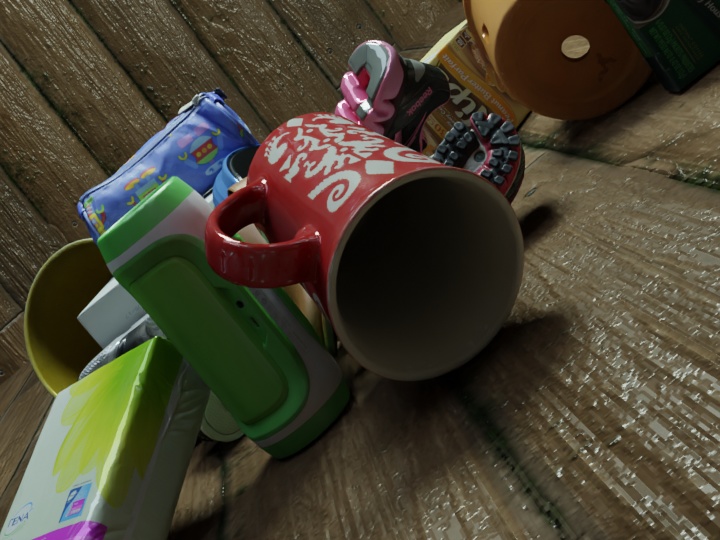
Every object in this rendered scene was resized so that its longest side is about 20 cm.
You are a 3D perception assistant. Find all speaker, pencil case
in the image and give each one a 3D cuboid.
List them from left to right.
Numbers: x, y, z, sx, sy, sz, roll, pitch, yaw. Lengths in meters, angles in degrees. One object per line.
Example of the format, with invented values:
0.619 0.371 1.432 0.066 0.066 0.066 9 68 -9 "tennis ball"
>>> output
-0.197 -0.098 1.231 0.200 0.087 0.078 -41 32 -4 "pencil case"
-0.095 0.034 0.863 0.088 0.201 0.089 -37 11 9 "speaker"

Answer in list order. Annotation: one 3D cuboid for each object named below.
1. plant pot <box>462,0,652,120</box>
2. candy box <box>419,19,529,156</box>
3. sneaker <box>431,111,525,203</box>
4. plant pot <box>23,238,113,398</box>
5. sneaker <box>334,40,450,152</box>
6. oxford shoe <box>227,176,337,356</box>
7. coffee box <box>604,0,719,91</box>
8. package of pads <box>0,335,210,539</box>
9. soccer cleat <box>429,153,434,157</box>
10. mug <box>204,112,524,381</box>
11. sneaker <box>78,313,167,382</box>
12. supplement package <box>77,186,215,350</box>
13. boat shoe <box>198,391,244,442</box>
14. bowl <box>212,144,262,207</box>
0.182 -0.226 1.052 0.199 0.200 0.141 -33 28 28 "plant pot"
0.098 -0.165 1.234 0.055 0.116 0.200 -30 15 41 "candy box"
0.062 -0.021 0.931 0.201 0.080 0.075 -50 -25 -1 "sneaker"
-0.281 0.065 1.461 0.199 0.202 0.142 -35 -13 17 "plant pot"
0.011 -0.096 1.024 0.094 0.079 0.201 2 -47 -35 "sneaker"
-0.062 -0.003 0.967 0.070 0.072 0.201 -14 45 -10 "oxford shoe"
0.285 -0.248 0.936 0.199 0.124 0.044 -37 10 4 "coffee box"
-0.192 0.163 0.878 0.154 0.068 0.202 -27 38 43 "package of pads"
0.049 -0.056 1.005 0.068 0.086 0.200 26 56 29 "soccer cleat"
-0.012 -0.039 0.800 0.134 0.176 0.200 -59 30 7 "mug"
-0.155 0.084 1.087 0.199 0.114 0.076 -36 7 29 "sneaker"
-0.150 0.023 1.218 0.151 0.151 0.200 -35 12 20 "supplement package"
-0.087 0.066 1.052 0.200 0.072 0.067 -50 16 -31 "boat shoe"
-0.043 -0.073 1.173 0.201 0.198 0.040 -66 -10 -67 "bowl"
